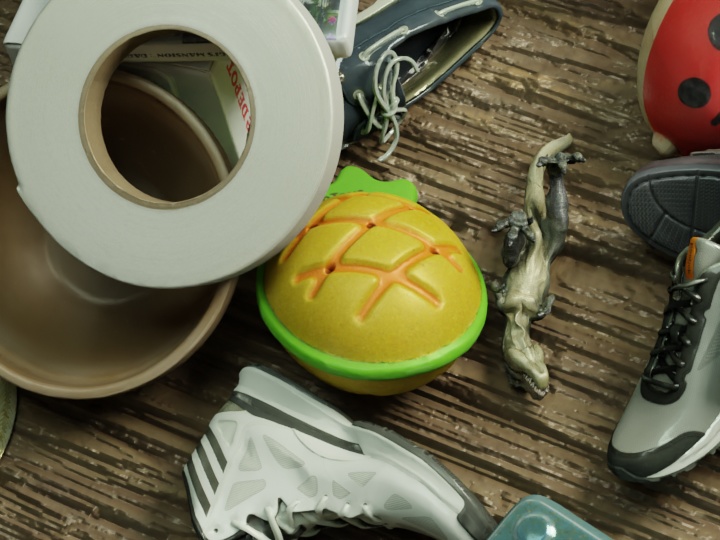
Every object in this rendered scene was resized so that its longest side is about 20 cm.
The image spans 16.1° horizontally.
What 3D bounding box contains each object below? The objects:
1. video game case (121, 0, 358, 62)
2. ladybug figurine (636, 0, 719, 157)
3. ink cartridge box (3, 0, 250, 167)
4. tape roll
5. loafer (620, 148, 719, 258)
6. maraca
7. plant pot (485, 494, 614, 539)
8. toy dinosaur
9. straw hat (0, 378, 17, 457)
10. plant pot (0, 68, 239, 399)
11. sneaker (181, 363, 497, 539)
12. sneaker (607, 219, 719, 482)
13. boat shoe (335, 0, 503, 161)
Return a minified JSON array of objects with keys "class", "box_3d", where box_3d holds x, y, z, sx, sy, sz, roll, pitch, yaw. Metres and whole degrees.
[{"class":"video game case","box_3d":[-0.085,-0.212,1.576,0.181,0.023,0.201,0,56,11]},{"class":"ladybug figurine","box_3d":[0.252,-0.143,1.554,0.200,0.136,0.072,-51,16,9]},{"class":"ink cartridge box","box_3d":[-0.115,-0.170,1.656,0.145,0.147,0.201,10,58,17]},{"class":"tape roll","box_3d":[-0.110,-0.090,1.499,0.202,0.037,0.204,0,92,10]},{"class":"loafer","box_3d":[0.259,-0.038,1.540,0.199,0.072,0.063,7,31,12]},{"class":"maraca","box_3d":[0.000,0.000,1.541,0.136,0.107,0.200,-8,39,-15]},{"class":"plant pot","box_3d":[0.108,0.228,1.299,0.196,0.200,0.196,31,67,28]},{"class":"toy dinosaur","box_3d":[0.106,-0.024,1.542,0.047,0.088,0.201,9,59,7]},{"class":"straw hat","box_3d":[-0.315,0.077,1.569,0.200,0.085,0.202,-6,55,9]},{"class":"plant pot","box_3d":[-0.163,-0.023,1.576,0.200,0.093,0.202,0,89,10]},{"class":"sneaker","box_3d":[-0.021,0.143,1.477,0.200,0.076,0.116,25,73,35]},{"class":"sneaker","box_3d":[0.196,0.032,1.466,0.201,0.079,0.074,-56,29,-9]},{"class":"boat shoe","box_3d":[0.011,-0.122,1.641,0.062,0.075,0.200,29,54,33]}]
